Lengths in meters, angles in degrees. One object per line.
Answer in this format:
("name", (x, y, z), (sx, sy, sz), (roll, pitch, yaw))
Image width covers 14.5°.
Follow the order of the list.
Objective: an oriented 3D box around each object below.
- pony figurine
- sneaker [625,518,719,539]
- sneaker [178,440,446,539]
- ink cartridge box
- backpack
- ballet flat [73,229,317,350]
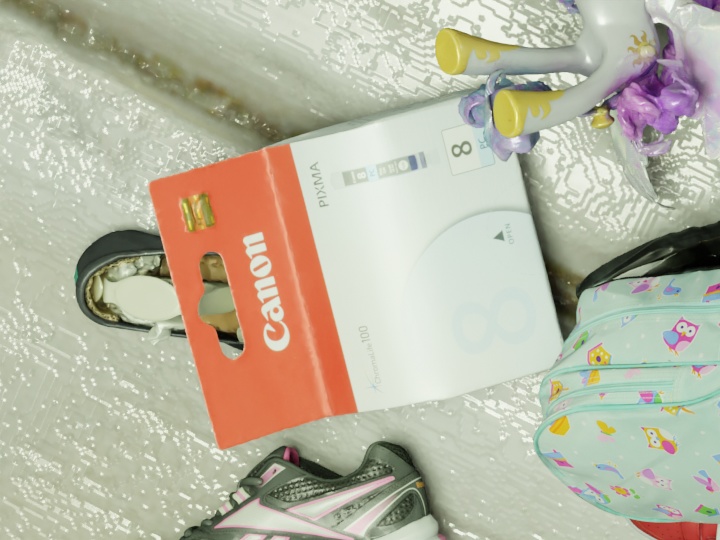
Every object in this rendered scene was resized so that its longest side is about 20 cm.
("pony figurine", (0.139, -0.120, 1.475), (0.166, 0.200, 0.193), (-1, 98, 56))
("sneaker", (0.235, 0.147, 1.540), (0.200, 0.112, 0.071), (9, 103, 12))
("sneaker", (-0.051, 0.147, 1.641), (0.200, 0.080, 0.086), (-13, 86, 8))
("ink cartridge box", (0.000, 0.000, 1.559), (0.200, 0.047, 0.160), (-16, 99, -13))
("backpack", (0.188, 0.061, 1.494), (0.200, 0.127, 0.167), (-5, 134, 41))
("ballet flat", (-0.071, 0.018, 1.612), (0.200, 0.073, 0.073), (8, 103, 12))
